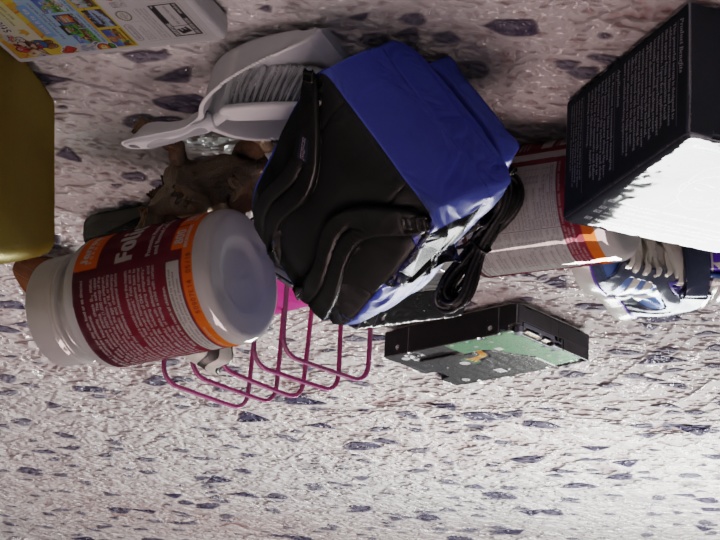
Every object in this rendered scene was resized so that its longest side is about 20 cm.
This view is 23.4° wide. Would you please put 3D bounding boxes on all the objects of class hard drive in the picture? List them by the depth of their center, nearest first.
[{"bbox_3d":[0.000,0.000,1.579,0.139,0.038,0.199,30,-163,27],"label":"hard drive"},{"bbox_3d":[0.144,0.085,1.992,0.199,0.038,0.139,-14,154,42],"label":"hard drive"}]

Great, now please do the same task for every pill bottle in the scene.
[{"bbox_3d":[-0.181,0.020,1.489,0.198,0.115,0.114,-11,156,28],"label":"pill bottle"},{"bbox_3d":[0.133,-0.052,1.496,0.198,0.111,0.109,-7,158,28],"label":"pill bottle"}]

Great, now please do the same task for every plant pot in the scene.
[{"bbox_3d":[-0.348,-0.085,1.387,0.198,0.203,0.176,-6,169,26],"label":"plant pot"}]

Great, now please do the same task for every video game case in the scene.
[{"bbox_3d":[-0.215,-0.209,1.247,0.180,0.023,0.200,-4,160,19],"label":"video game case"}]

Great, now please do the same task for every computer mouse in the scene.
[{"bbox_3d":[0.040,-0.072,1.461,0.200,0.141,0.046,39,-169,28],"label":"computer mouse"}]

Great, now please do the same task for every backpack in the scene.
[{"bbox_3d":[0.020,-0.057,1.363,0.167,0.163,0.200,-19,157,-38],"label":"backpack"}]

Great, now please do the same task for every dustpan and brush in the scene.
[{"bbox_3d":[-0.099,-0.131,1.387,0.198,0.058,0.140,-4,159,19],"label":"dustpan and brush"}]

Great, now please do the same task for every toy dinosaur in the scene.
[{"bbox_3d":[-0.121,-0.073,1.527,0.198,0.087,0.136,-5,159,11],"label":"toy dinosaur"}]

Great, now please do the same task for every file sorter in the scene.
[{"bbox_3d":[-0.097,0.064,1.840,0.199,0.127,0.138,-15,153,42],"label":"file sorter"}]

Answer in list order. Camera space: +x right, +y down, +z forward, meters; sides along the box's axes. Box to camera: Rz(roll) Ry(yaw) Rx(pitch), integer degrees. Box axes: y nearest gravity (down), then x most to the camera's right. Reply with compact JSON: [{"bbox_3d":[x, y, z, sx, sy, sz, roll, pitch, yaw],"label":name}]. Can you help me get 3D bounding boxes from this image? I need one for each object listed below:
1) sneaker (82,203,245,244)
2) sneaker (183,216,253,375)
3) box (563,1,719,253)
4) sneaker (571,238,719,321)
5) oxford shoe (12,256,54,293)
[{"bbox_3d":[-0.190,-0.009,1.674,0.198,0.116,0.076,-12,157,32],"label":"sneaker"},{"bbox_3d":[-0.114,0.019,1.627,0.080,0.200,0.074,40,143,-4],"label":"sneaker"},{"bbox_3d":[0.264,-0.103,1.332,0.147,0.108,0.200,11,160,-18],"label":"box"},{"bbox_3d":[0.284,-0.017,1.634,0.145,0.081,0.200,-14,152,22],"label":"sneaker"},{"bbox_3d":[-0.298,0.023,1.882,0.071,0.072,0.200,25,175,34],"label":"oxford shoe"}]
